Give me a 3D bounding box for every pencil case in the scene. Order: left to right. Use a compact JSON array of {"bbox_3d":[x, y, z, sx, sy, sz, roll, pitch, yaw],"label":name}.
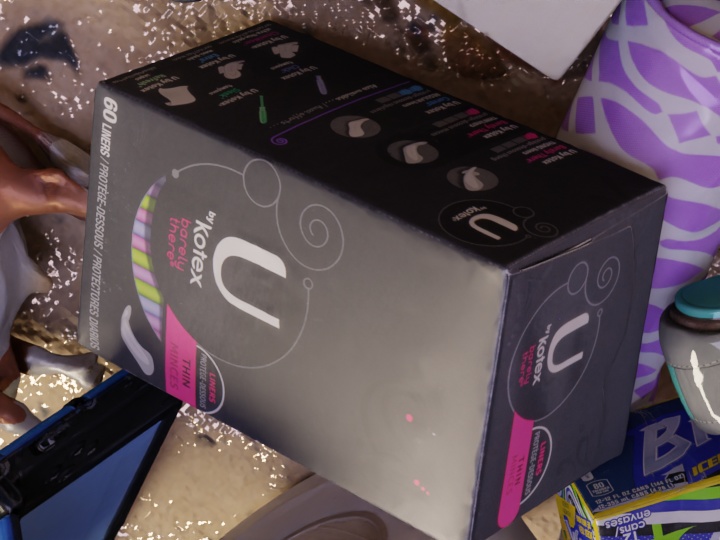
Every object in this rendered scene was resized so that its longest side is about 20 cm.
[{"bbox_3d":[0.113,-0.030,1.022,0.085,0.084,0.200,1,130,-32],"label":"pencil case"}]

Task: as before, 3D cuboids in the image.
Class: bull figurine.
[{"bbox_3d":[-0.167,0.018,1.122,0.121,0.065,0.200,18,124,0],"label":"bull figurine"}]

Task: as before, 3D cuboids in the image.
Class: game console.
[{"bbox_3d":[-0.120,0.152,1.082,0.118,0.171,0.200,47,145,12],"label":"game console"}]

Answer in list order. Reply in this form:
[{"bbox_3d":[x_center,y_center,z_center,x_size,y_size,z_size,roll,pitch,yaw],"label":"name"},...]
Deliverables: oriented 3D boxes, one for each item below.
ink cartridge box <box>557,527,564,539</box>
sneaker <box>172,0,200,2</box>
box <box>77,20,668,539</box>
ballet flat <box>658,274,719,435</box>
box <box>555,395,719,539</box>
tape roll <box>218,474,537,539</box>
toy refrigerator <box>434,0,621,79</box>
[{"bbox_3d":[0.111,0.187,1.126,0.068,0.115,0.200,4,120,10],"label":"ink cartridge box"},{"bbox_3d":[-0.010,-0.178,0.975,0.200,0.075,0.079,-37,95,21],"label":"sneaker"},{"bbox_3d":[0.000,0.000,0.996,0.200,0.106,0.122,25,123,32],"label":"box"},{"bbox_3d":[0.211,0.012,0.999,0.200,0.067,0.064,-18,108,-5],"label":"ballet flat"},{"bbox_3d":[0.180,0.078,1.029,0.200,0.070,0.064,-16,117,-6],"label":"box"},{"bbox_3d":[-0.014,0.161,1.091,0.202,0.202,0.071,-27,111,26],"label":"tape roll"},{"bbox_3d":[0.108,-0.170,0.939,0.070,0.076,0.200,33,121,-7],"label":"toy refrigerator"}]
